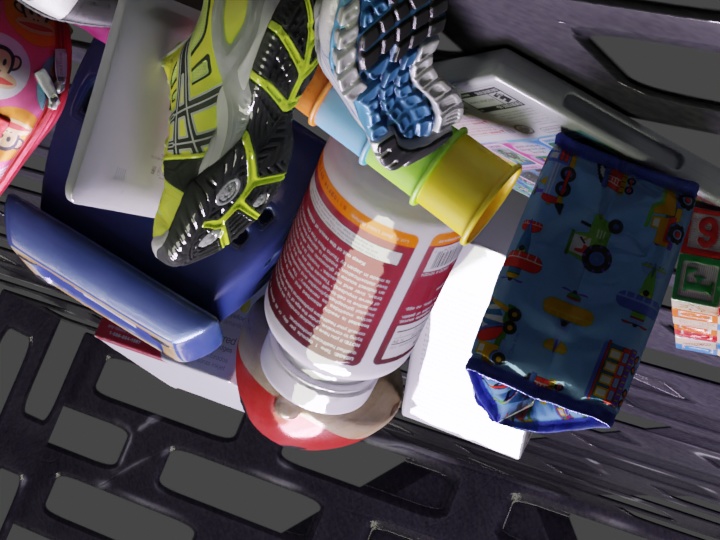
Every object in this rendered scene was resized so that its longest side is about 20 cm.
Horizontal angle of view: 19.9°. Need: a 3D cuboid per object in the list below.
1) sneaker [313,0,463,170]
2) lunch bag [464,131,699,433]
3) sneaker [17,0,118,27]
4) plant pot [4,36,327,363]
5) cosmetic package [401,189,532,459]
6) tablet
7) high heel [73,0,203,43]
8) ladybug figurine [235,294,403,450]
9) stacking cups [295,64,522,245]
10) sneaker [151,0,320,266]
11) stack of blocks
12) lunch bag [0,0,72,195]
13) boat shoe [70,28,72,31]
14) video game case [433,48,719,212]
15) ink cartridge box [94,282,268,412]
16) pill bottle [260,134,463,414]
[{"bbox_3d":[0.000,-0.131,1.121,0.087,0.075,0.200,51,169,22],"label":"sneaker"},{"bbox_3d":[0.129,0.021,1.265,0.094,0.151,0.200,21,170,4],"label":"lunch bag"},{"bbox_3d":[-0.181,-0.194,1.150,0.200,0.074,0.088,28,171,-35],"label":"sneaker"},{"bbox_3d":[-0.144,-0.047,1.503,0.200,0.180,0.200,32,172,1],"label":"plant pot"},{"bbox_3d":[0.097,0.036,1.510,0.101,0.071,0.200,21,136,12],"label":"cosmetic package"},{"bbox_3d":[-0.113,-0.095,1.259,0.014,0.131,0.200,17,-177,21],"label":"tablet"},{"bbox_3d":[-0.188,-0.178,1.266,0.200,0.068,0.096,26,160,-39],"label":"high heel"},{"bbox_3d":[-0.038,0.080,1.552,0.136,0.072,0.200,40,-161,4],"label":"ladybug figurine"},{"bbox_3d":[0.004,-0.100,1.238,0.200,0.061,0.061,39,173,9],"label":"stacking cups"},{"bbox_3d":[-0.082,-0.094,1.217,0.076,0.201,0.075,36,-154,24],"label":"sneaker"},{"bbox_3d":[0.259,0.017,1.302,0.115,0.059,0.200,10,171,11],"label":"stack of blocks"},{"bbox_3d":[-0.261,-0.106,1.329,0.082,0.177,0.200,16,132,-32],"label":"lunch bag"},{"bbox_3d":[-0.292,-0.187,1.430,0.200,0.071,0.070,28,169,-39],"label":"boat shoe"},{"bbox_3d":[0.111,-0.080,1.272,0.182,0.024,0.200,26,169,-22],"label":"video game case"},{"bbox_3d":[-0.091,0.004,1.690,0.145,0.201,0.145,16,166,31],"label":"ink cartridge box"},{"bbox_3d":[0.000,0.000,1.407,0.113,0.113,0.200,23,127,-3],"label":"pill bottle"}]
